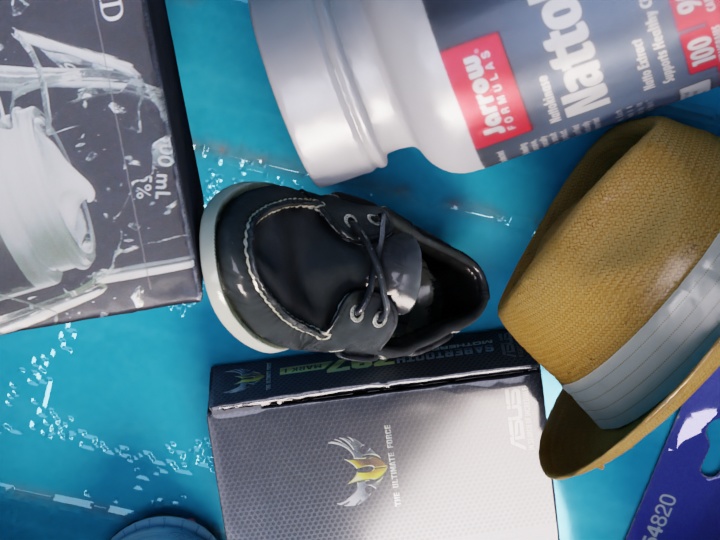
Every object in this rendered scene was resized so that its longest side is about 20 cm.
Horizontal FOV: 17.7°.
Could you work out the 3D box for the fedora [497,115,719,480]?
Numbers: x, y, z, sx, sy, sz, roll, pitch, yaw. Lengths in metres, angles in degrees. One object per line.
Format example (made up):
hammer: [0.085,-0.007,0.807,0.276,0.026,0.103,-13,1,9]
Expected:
fedora: [0.118,-0.006,0.990,0.082,0.201,0.201,37,107,-6]

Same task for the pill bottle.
pill bottle: [0.061,-0.108,0.976,0.200,0.120,0.120,-20,112,6]

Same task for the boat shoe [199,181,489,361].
boat shoe: [0.000,0.002,0.984,0.066,0.199,0.075,-7,74,24]

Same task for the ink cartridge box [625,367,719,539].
ink cartridge box: [0.247,0.105,1.116,0.200,0.041,0.200,16,112,-8]

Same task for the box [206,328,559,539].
box: [0.017,0.133,1.112,0.157,0.051,0.200,-7,112,1]

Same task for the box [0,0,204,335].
box: [-0.174,-0.081,0.925,0.196,0.124,0.200,-10,112,-1]

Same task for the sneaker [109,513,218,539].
sneaker: [-0.124,0.218,1.117,0.079,0.096,0.200,16,111,-9]
